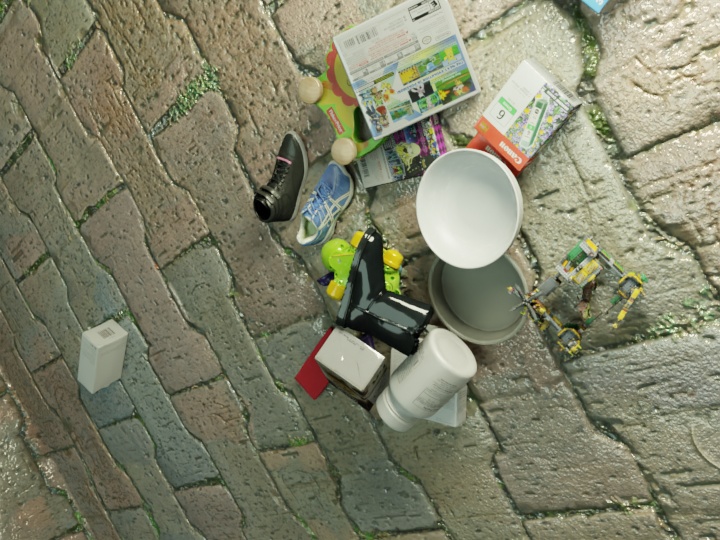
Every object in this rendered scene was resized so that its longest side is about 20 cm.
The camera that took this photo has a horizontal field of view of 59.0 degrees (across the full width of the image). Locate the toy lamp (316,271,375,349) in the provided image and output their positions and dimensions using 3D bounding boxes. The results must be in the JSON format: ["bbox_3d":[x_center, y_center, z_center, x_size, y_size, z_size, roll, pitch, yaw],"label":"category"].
[{"bbox_3d":[-0.027,0.099,1.363,0.058,0.058,0.202,-27,93,39],"label":"toy lamp"}]

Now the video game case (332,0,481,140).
[{"bbox_3d":[0.077,-0.343,1.064,0.198,0.022,0.184,-22,102,9],"label":"video game case"}]

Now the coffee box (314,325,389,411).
[{"bbox_3d":[-0.012,0.198,1.257,0.112,0.080,0.200,32,164,17],"label":"coffee box"}]

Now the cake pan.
[{"bbox_3d":[0.220,0.037,1.175,0.198,0.037,0.203,14,116,31],"label":"cake pan"}]

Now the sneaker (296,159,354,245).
[{"bbox_3d":[-0.073,-0.129,1.289,0.075,0.077,0.202,34,123,21],"label":"sneaker"}]

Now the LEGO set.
[{"bbox_3d":[0.347,0.042,1.015,0.199,0.116,0.155,-39,83,26],"label":"LEGO set"}]

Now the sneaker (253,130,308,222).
[{"bbox_3d":[-0.169,-0.184,1.320,0.070,0.099,0.202,26,121,26],"label":"sneaker"}]

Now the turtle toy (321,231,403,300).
[{"bbox_3d":[0.000,0.000,1.272,0.199,0.101,0.147,31,98,20],"label":"turtle toy"}]

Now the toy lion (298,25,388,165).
[{"bbox_3d":[-0.003,-0.318,1.131,0.190,0.069,0.202,-28,92,31],"label":"toy lion"}]

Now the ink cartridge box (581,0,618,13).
[{"bbox_3d":[0.302,-0.470,0.889,0.200,0.068,0.116,45,128,12],"label":"ink cartridge box"}]

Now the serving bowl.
[{"bbox_3d":[0.193,-0.107,1.090,0.198,0.065,0.203,11,107,38],"label":"serving bowl"}]

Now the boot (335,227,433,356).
[{"bbox_3d":[0.057,0.040,1.160,0.166,0.076,0.203,19,103,11],"label":"boot"}]

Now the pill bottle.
[{"bbox_3d":[0.121,0.216,1.224,0.114,0.114,0.201,45,120,11],"label":"pill bottle"}]

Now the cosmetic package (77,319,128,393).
[{"bbox_3d":[-0.783,0.261,1.930,0.081,0.113,0.202,35,123,17],"label":"cosmetic package"}]

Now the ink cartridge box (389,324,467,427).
[{"bbox_3d":[0.139,0.205,1.307,0.161,0.057,0.203,8,99,33],"label":"ink cartridge box"}]

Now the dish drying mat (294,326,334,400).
[{"bbox_3d":[-0.087,0.218,1.481,0.077,0.018,0.201,44,128,13],"label":"dish drying mat"}]

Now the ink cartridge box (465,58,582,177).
[{"bbox_3d":[0.249,-0.227,1.037,0.109,0.050,0.201,46,128,11],"label":"ink cartridge box"}]

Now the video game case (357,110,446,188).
[{"bbox_3d":[0.058,-0.265,1.166,0.179,0.036,0.203,-8,104,37],"label":"video game case"}]
